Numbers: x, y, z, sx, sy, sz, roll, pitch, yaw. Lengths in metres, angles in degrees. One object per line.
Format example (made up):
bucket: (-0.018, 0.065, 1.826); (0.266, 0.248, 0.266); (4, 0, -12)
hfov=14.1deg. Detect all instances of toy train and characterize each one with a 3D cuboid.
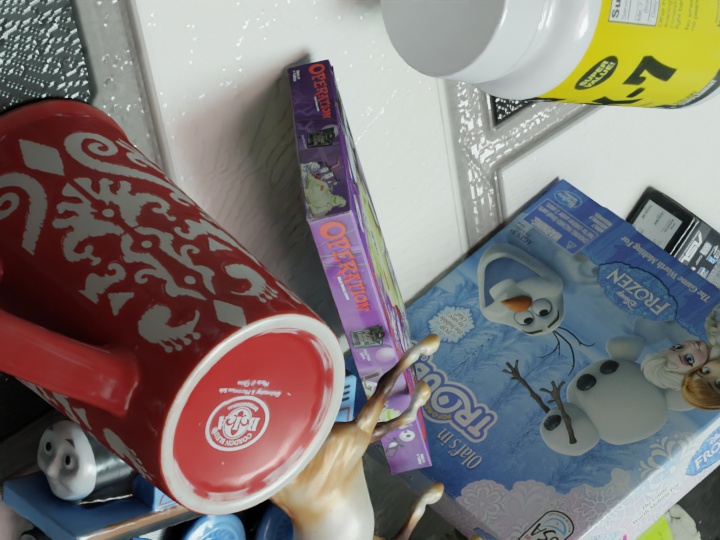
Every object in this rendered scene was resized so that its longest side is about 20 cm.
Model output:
toy train: (-0.093, 0.104, 1.520); (0.199, 0.087, 0.115); (-14, 119, -38)

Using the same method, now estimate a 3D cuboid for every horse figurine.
horse figurine: (-0.003, 0.123, 1.516); (0.132, 0.050, 0.201); (-31, 125, -31)

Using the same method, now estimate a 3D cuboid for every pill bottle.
pill bottle: (0.112, -0.146, 1.563); (0.199, 0.114, 0.115); (0, 117, -44)

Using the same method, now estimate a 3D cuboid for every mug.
mug: (-0.125, 0.031, 1.392); (0.177, 0.200, 0.134); (-29, 135, -27)

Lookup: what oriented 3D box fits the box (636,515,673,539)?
box: (0.112, 0.220, 1.626); (0.199, 0.048, 0.123); (-24, 94, -41)

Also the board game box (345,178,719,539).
board game box: (0.112, 0.064, 1.646); (0.199, 0.200, 0.043); (-40, 141, -16)

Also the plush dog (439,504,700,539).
plush dog: (0.089, 0.205, 1.759); (0.199, 0.171, 0.162); (19, 65, -38)

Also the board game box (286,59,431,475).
board game box: (0.000, 0.000, 1.559); (0.032, 0.120, 0.201); (-10, 135, 7)

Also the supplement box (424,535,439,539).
supplement box: (-0.017, 0.244, 1.625); (0.126, 0.074, 0.200); (-35, -176, 32)

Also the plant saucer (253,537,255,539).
plant saucer: (-0.104, 0.135, 1.617); (0.200, 0.034, 0.201); (-26, 133, -31)

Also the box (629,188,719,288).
box: (0.179, 0.066, 1.831); (0.161, 0.049, 0.201); (30, 95, -48)
